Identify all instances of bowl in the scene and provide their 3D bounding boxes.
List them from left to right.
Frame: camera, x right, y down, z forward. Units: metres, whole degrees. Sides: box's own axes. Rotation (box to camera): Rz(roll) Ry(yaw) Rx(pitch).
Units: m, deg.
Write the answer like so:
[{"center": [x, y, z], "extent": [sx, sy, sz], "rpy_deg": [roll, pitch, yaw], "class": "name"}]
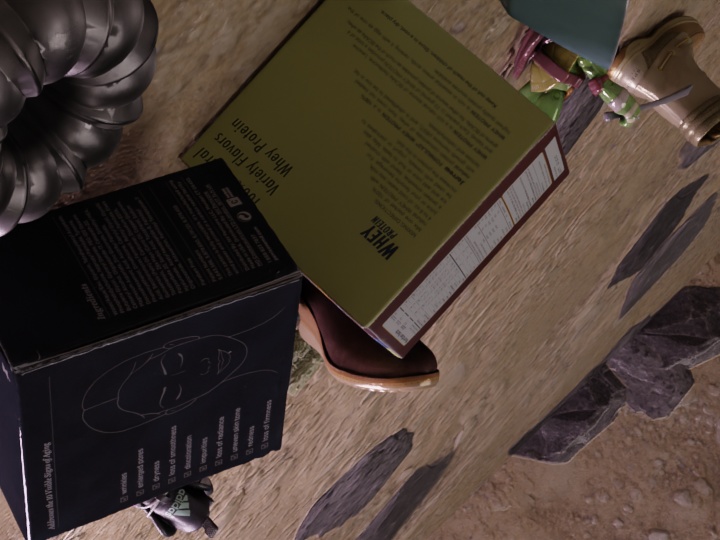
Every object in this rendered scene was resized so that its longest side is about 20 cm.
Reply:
[{"center": [0.166, -0.268, 1.229], "extent": [0.201, 0.105, 0.201], "rpy_deg": [11, 90, -85], "class": "bowl"}]

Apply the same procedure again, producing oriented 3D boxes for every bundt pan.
[{"center": [-0.188, -0.095, 0.846], "extent": [0.202, 0.076, 0.202], "rpy_deg": [-43, 163, -16], "class": "bundt pan"}]

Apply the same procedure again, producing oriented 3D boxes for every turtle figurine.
[{"center": [0.220, -0.173, 1.587], "extent": [0.194, 0.144, 0.200], "rpy_deg": [-49, 160, 14], "class": "turtle figurine"}]

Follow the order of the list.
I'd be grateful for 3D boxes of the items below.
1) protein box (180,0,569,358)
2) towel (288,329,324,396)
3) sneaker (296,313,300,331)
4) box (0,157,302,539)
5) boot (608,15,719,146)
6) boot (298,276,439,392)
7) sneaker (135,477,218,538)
[{"center": [0.015, -0.079, 1.176], "extent": [0.200, 0.198, 0.135], "rpy_deg": [-48, 162, -1], "class": "protein box"}, {"center": [-0.031, 0.024, 1.468], "extent": [0.200, 0.036, 0.148], "rpy_deg": [-49, -161, 8], "class": "towel"}, {"center": [-0.103, 0.000, 1.243], "extent": [0.200, 0.078, 0.090], "rpy_deg": [24, 74, -63], "class": "sneaker"}, {"center": [-0.158, 0.056, 1.049], "extent": [0.196, 0.124, 0.200], "rpy_deg": [-20, 144, -25], "class": "box"}, {"center": [0.406, -0.231, 1.899], "extent": [0.200, 0.155, 0.073], "rpy_deg": [-29, 155, -48], "class": "boot"}, {"center": [0.000, 0.000, 1.271], "extent": [0.072, 0.200, 0.167], "rpy_deg": [-8, 109, -31], "class": "boot"}, {"center": [-0.183, 0.189, 1.375], "extent": [0.078, 0.140, 0.200], "rpy_deg": [-51, 164, 10], "class": "sneaker"}]
